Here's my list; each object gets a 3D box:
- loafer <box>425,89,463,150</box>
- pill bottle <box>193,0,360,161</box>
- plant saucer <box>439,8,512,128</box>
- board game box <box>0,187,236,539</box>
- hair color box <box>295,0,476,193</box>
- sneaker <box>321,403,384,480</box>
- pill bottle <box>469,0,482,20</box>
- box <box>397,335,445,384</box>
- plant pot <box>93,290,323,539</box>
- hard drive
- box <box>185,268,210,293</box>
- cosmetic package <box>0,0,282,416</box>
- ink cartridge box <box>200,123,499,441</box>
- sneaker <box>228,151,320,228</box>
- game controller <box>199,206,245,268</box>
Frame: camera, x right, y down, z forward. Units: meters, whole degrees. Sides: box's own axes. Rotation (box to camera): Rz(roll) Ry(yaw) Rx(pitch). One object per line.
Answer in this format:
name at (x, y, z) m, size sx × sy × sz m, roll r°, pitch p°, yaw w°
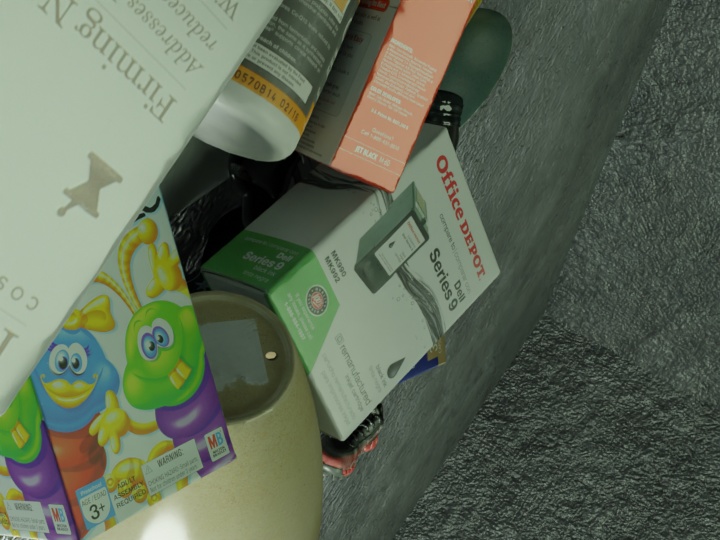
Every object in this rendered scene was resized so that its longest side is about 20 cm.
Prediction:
loafer at (0.004, -0.104, 0.921) m, size 0.072 × 0.199 × 0.073 m, roll 4°, pitch 85°, yaw -38°
pill bottle at (-0.057, -0.182, 0.685) m, size 0.116 × 0.116 × 0.201 m, roll 58°, pitch 54°, yaw -72°
plant saucer at (0.049, -0.181, 1.005) m, size 0.039 × 0.200 × 0.202 m, roll 42°, pitch 73°, yaw -31°
board game box at (-0.156, 0.020, 0.541) m, size 0.103 × 0.104 × 0.202 m, roll -22°, pitch 100°, yaw -46°
hair color box at (0.013, -0.167, 0.745) m, size 0.064 × 0.111 × 0.201 m, roll 19°, pitch 97°, yaw -37°
sneaker at (-0.015, 0.253, 1.666) m, size 0.099 × 0.070 × 0.200 m, roll -67°, pitch 166°, yaw 21°
pill bottle at (0.049, -0.247, 0.931) m, size 0.201 × 0.110 × 0.111 m, roll -58°, pitch 164°, yaw -11°
box at (-0.007, 0.047, 0.891) m, size 0.199 × 0.032 × 0.122 m, roll -18°, pitch 111°, yaw -39°
plant pot at (-0.101, 0.108, 0.700) m, size 0.187 × 0.186 × 0.201 m, roll -49°, pitch 165°, yaw -37°
hard drive at (-0.100, -0.128, 0.825) m, size 0.200 × 0.026 × 0.133 m, roll -43°, pitch 156°, yaw -48°
box at (-0.056, 0.046, 0.968) m, size 0.199 × 0.114 × 0.133 m, roll -31°, pitch 144°, yaw -35°
cosmetic package at (-0.156, -0.095, 0.350) m, size 0.201 × 0.166 × 0.167 m, roll -58°, pitch 137°, yaw -11°
ink cartridge box at (0.000, 0.000, 0.804) m, size 0.200 × 0.084 × 0.147 m, roll -44°, pitch 127°, yaw -27°
sneaker at (-0.051, -0.106, 0.830) m, size 0.139 × 0.077 × 0.202 m, roll -26°, pitch 131°, yaw -48°
game controller at (-0.124, 0.026, 1.009) m, size 0.104 × 0.042 × 0.201 m, roll -17°, pitch 134°, yaw -48°
